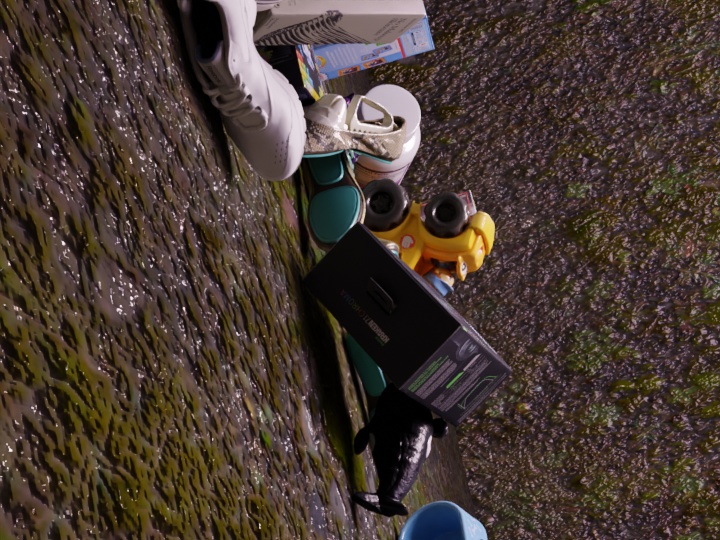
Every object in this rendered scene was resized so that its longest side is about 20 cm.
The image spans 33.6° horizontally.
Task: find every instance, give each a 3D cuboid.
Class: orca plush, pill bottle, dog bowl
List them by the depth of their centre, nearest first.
[{"bbox_3d":[0.028,0.171,1.276,0.200,0.105,0.071,-56,137,-50],"label":"orca plush"},{"bbox_3d":[0.099,0.360,1.431,0.050,0.111,0.200,55,16,-31],"label":"dog bowl"},{"bbox_3d":[0.021,-0.173,1.661,0.200,0.111,0.113,118,-38,-64],"label":"pill bottle"}]

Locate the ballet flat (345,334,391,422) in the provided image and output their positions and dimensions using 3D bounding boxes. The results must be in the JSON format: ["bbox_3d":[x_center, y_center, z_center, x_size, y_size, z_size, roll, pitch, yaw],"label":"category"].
[{"bbox_3d":[0.042,0.156,1.490,0.067,0.068,0.201,-22,99,-50],"label":"ballet flat"}]

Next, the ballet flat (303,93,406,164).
[{"bbox_3d":[-0.018,-0.166,1.366,0.199,0.068,0.076,-1,117,-48],"label":"ballet flat"}]

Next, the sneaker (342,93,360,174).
[{"bbox_3d":[-0.027,-0.139,1.526,0.074,0.087,0.201,61,16,-68],"label":"sneaker"}]

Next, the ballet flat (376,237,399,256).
[{"bbox_3d":[0.000,0.000,1.422,0.200,0.070,0.071,103,-23,-64],"label":"ballet flat"}]

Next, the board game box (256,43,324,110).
[{"bbox_3d":[-0.090,-0.261,1.391,0.200,0.056,0.166,34,43,-81],"label":"board game box"}]

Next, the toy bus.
[{"bbox_3d":[0.061,-0.005,1.559,0.136,0.199,0.193,63,40,-68],"label":"toy bus"}]

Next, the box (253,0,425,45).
[{"bbox_3d":[-0.035,-0.287,1.274,0.082,0.199,0.069,-28,-107,56],"label":"box"}]

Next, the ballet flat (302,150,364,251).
[{"bbox_3d":[-0.029,-0.080,1.403,0.071,0.070,0.201,69,6,-45],"label":"ballet flat"}]

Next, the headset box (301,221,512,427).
[{"bbox_3d":[0.050,0.058,1.276,0.174,0.093,0.200,47,4,31],"label":"headset box"}]

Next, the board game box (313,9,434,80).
[{"bbox_3d":[-0.005,-0.303,1.592,0.151,0.199,0.037,35,39,-81],"label":"board game box"}]

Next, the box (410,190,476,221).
[{"bbox_3d":[0.073,-0.064,1.749,0.137,0.199,0.040,34,41,-80],"label":"box"}]

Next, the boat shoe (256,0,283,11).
[{"bbox_3d":[-0.053,-0.316,1.167,0.093,0.199,0.075,-28,-90,55],"label":"boat shoe"}]

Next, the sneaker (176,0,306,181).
[{"bbox_3d":[-0.107,-0.160,0.990,0.087,0.074,0.201,-69,139,-60],"label":"sneaker"}]
